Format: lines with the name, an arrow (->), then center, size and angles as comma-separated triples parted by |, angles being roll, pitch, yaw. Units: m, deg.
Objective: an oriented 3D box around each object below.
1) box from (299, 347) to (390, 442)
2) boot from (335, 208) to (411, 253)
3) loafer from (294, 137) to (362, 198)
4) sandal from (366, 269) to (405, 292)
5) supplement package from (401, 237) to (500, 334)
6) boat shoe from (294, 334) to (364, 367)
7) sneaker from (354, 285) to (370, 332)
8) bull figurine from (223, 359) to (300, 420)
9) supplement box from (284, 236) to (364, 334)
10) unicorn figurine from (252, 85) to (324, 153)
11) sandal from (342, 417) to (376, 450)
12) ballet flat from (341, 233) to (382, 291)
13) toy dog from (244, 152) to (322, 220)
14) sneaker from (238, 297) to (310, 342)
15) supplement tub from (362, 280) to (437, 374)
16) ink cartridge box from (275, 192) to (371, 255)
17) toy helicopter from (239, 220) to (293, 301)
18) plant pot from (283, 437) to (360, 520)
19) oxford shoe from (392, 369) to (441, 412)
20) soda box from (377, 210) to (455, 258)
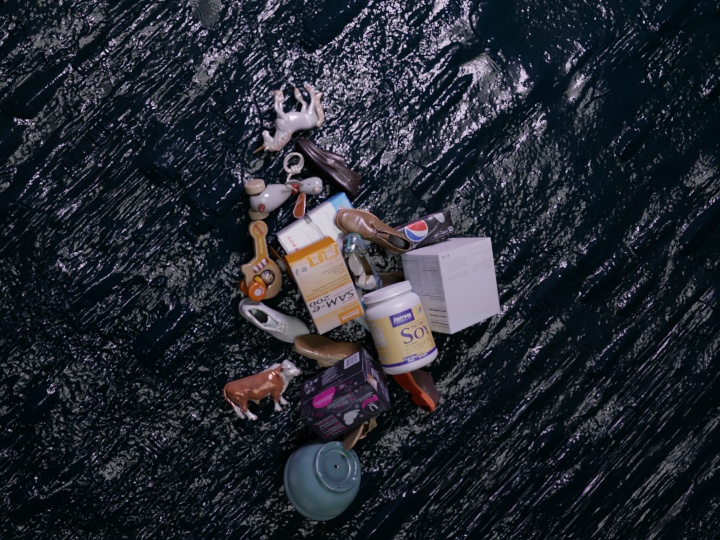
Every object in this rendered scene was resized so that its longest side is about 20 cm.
box -> -0.039, 0.313, 1.298 | 0.200, 0.132, 0.115 | -31, 116, 14
boot -> 0.036, -0.098, 1.256 | 0.200, 0.075, 0.074 | 23, 89, -18
loafer -> -0.078, -0.268, 1.300 | 0.200, 0.073, 0.071 | 40, 74, -16
sandal -> 0.106, 0.032, 1.380 | 0.199, 0.054, 0.081 | -3, 98, -13
supplement package -> 0.234, 0.032, 1.331 | 0.191, 0.147, 0.201 | -17, 102, -34
boat shoe -> -0.085, 0.221, 1.346 | 0.199, 0.074, 0.069 | 15, 126, -21
sneaker -> 0.039, 0.122, 1.367 | 0.200, 0.077, 0.081 | 38, 87, -16
bull figurine -> -0.248, 0.308, 1.331 | 0.199, 0.065, 0.122 | -15, 97, -9
supplement box -> -0.086, 0.036, 1.248 | 0.126, 0.074, 0.200 | -25, 112, -9
unicorn figurine -> -0.173, -0.368, 1.255 | 0.199, 0.074, 0.138 | -14, 111, -16
sandal -> 0.017, 0.380, 1.345 | 0.070, 0.212, 0.078 | 36, 131, -20
ballet flat -> 0.000, 0.000, 1.279 | 0.074, 0.074, 0.200 | -33, 129, -6
toy dog -> -0.188, -0.181, 1.253 | 0.200, 0.096, 0.132 | -33, 127, 0
sneaker -> -0.217, 0.137, 1.309 | 0.200, 0.080, 0.071 | 28, 89, -19
supplement tub -> 0.095, 0.139, 1.277 | 0.145, 0.145, 0.201 | -19, 92, -9
ink cartridge box -> -0.094, -0.084, 1.305 | 0.200, 0.084, 0.145 | -34, 104, -7
toy helicopter -> -0.236, -0.028, 1.284 | 0.132, 0.079, 0.201 | -13, 108, -28
plant pot -> -0.081, 0.512, 1.308 | 0.200, 0.134, 0.201 | 15, 51, -19
oxford shoe -> 0.149, 0.296, 1.428 | 0.073, 0.071, 0.200 | -43, 102, -34
soda box -> 0.143, -0.097, 1.363 | 0.199, 0.071, 0.064 | -22, 100, -9
